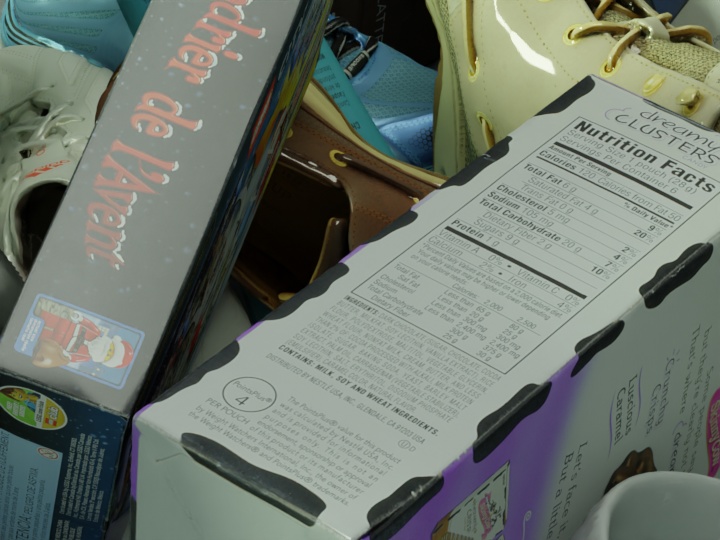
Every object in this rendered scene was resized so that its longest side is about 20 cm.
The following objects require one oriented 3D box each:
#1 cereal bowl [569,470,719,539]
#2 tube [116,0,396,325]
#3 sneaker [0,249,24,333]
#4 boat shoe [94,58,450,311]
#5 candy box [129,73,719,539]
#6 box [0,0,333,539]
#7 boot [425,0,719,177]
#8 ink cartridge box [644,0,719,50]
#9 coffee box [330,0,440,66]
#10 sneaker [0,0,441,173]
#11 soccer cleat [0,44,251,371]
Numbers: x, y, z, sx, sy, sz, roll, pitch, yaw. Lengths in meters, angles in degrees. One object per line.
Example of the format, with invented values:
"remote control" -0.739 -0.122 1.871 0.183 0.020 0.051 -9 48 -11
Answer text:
"cereal bowl" 0.117 0.146 0.706 0.200 0.083 0.200 32 19 -12
"tube" -0.040 -0.069 0.958 0.077 0.050 0.200 -26 83 -12
"sneaker" -0.201 0.020 0.896 0.200 0.076 0.115 19 46 33
"boat shoe" 0.000 -0.001 0.890 0.200 0.072 0.068 36 29 1
"candy box" 0.027 0.068 0.760 0.071 0.168 0.200 27 43 26
"box" -0.050 -0.022 0.769 0.038 0.137 0.200 20 61 2
"boot" 0.081 -0.080 0.901 0.073 0.201 0.155 -11 16 -30
"ink cartridge box" 0.154 -0.117 0.987 0.145 0.087 0.201 -6 70 -35
"coffee box" -0.045 -0.164 1.106 0.200 0.115 0.080 32 44 30
"sneaker" -0.043 -0.082 1.009 0.199 0.090 0.078 19 31 18
"soccer cleat" -0.094 -0.022 0.932 0.069 0.078 0.200 -44 47 8
